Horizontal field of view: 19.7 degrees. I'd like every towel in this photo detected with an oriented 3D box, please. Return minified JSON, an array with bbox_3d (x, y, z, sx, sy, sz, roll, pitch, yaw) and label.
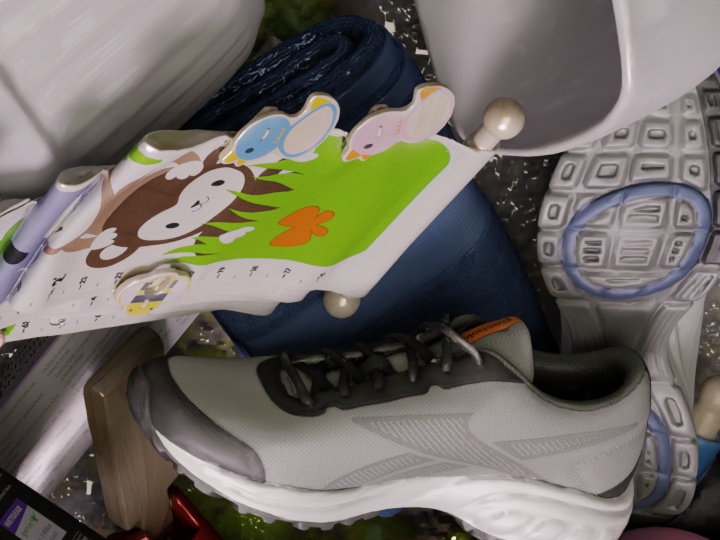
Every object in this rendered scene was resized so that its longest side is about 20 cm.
[{"bbox_3d":[0.000,0.000,0.782,0.111,0.049,0.201,-34,132,-2],"label":"towel"}]

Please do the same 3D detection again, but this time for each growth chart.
[{"bbox_3d":[-0.053,-0.010,0.661,0.198,0.018,0.145,-9,154,-28],"label":"growth chart"}]

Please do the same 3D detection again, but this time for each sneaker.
[{"bbox_3d":[0.013,0.047,0.739,0.198,0.074,0.080,7,115,-22],"label":"sneaker"},{"bbox_3d":[0.104,-0.001,0.799,0.074,0.087,0.202,8,123,5],"label":"sneaker"}]

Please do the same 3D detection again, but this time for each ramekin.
[{"bbox_3d":[-0.117,-0.119,0.670,0.105,0.200,0.201,-37,112,-5],"label":"ramekin"}]

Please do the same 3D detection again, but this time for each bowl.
[{"bbox_3d":[0.065,-0.144,0.677,0.074,0.200,0.202,-16,94,-12],"label":"bowl"}]

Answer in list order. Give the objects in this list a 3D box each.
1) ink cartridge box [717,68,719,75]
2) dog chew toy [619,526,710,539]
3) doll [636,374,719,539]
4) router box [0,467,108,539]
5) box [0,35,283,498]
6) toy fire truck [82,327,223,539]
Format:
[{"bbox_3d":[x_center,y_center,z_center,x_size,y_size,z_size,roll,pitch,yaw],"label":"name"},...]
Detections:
[{"bbox_3d":[0.172,-0.117,0.804,0.094,0.037,0.201,31,105,-18],"label":"ink cartridge box"},{"bbox_3d":[0.107,0.156,0.804,0.198,0.124,0.126,-7,113,-28],"label":"dog chew toy"},{"bbox_3d":[0.173,0.098,0.877,0.198,0.049,0.137,-24,122,7],"label":"doll"},{"bbox_3d":[-0.182,0.145,0.702,0.157,0.052,0.201,33,109,-2],"label":"router box"},{"bbox_3d":[-0.079,0.000,0.802,0.041,0.039,0.200,35,101,-20],"label":"box"},{"bbox_3d":[-0.077,0.143,0.779,0.128,0.176,0.201,-28,107,37],"label":"toy fire truck"}]
